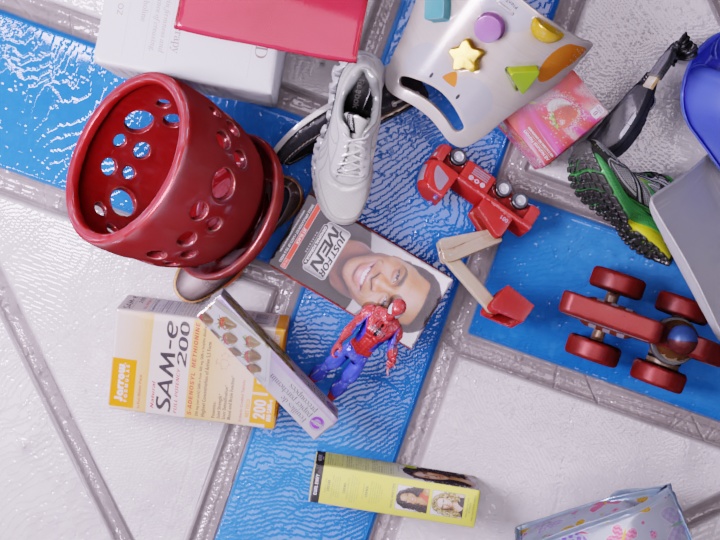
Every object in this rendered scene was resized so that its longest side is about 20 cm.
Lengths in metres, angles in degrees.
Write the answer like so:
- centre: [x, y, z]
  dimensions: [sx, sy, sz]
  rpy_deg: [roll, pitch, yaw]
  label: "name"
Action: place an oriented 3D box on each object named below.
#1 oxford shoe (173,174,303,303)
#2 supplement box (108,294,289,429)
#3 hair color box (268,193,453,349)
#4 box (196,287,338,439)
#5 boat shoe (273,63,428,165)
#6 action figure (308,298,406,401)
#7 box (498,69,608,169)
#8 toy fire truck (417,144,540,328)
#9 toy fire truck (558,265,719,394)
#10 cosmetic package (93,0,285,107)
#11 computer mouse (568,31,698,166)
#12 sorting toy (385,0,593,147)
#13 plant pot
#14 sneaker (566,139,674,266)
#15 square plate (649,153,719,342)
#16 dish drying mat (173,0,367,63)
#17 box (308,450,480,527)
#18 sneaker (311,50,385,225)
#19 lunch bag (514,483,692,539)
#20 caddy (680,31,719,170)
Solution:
- centre: [-0.152, -0.038, 1.518]
  dimensions: [0.071, 0.073, 0.200]
  rpy_deg: [43, 95, -3]
  label: "oxford shoe"
- centre: [-0.191, 0.108, 1.515]
  dimensions: [0.200, 0.074, 0.126]
  rpy_deg: [7, 102, -1]
  label: "supplement box"
- centre: [0.000, 0.000, 1.528]
  dimensions: [0.200, 0.061, 0.102]
  rpy_deg: [30, 92, -2]
  label: "hair color box"
- centre: [-0.105, 0.106, 1.457]
  dimensions: [0.039, 0.041, 0.200]
  rpy_deg: [-41, 99, 9]
  label: "box"
- centre: [-0.011, -0.177, 1.518]
  dimensions: [0.200, 0.074, 0.060]
  rpy_deg: [-34, 87, -7]
  label: "boat shoe"
- centre: [-0.015, 0.112, 1.478]
  dimensions: [0.065, 0.099, 0.200]
  rpy_deg: [38, 114, -6]
  label: "action figure"
- centre: [0.186, -0.225, 1.503]
  dimensions: [0.100, 0.095, 0.200]
  rpy_deg: [-40, 92, 2]
  label: "box"
- centre: [0.138, -0.041, 1.515]
  dimensions: [0.200, 0.049, 0.141]
  rpy_deg: [35, 75, -2]
  label: "toy fire truck"
- centre: [0.325, 0.070, 1.472]
  dimensions: [0.200, 0.168, 0.112]
  rpy_deg: [21, 92, 9]
  label: "toy fire truck"
- centre: [-0.181, -0.291, 1.463]
  dimensions: [0.200, 0.166, 0.168]
  rpy_deg: [10, 92, -2]
  label: "cosmetic package"
- centre: [0.324, -0.188, 1.482]
  dimensions: [0.046, 0.140, 0.200]
  rpy_deg: [42, 91, 2]
  label: "computer mouse"
- centre: [0.123, -0.239, 1.421]
  dimensions: [0.200, 0.107, 0.180]
  rpy_deg: [39, 112, 0]
  label: "sorting toy"
- centre: [-0.195, -0.096, 1.417]
  dimensions: [0.182, 0.200, 0.201]
  rpy_deg: [23, 93, -43]
  label: "plant pot"
- centre: [0.317, -0.093, 1.504]
  dimensions: [0.200, 0.078, 0.085]
  rpy_deg: [40, 80, -33]
  label: "sneaker"
- centre: [0.415, -0.024, 1.490]
  dimensions: [0.028, 0.200, 0.198]
  rpy_deg: [-26, 94, 42]
  label: "square plate"
- centre: [-0.096, -0.277, 1.374]
  dimensions: [0.200, 0.018, 0.077]
  rpy_deg: [11, 91, -2]
  label: "dish drying mat"
- centre: [0.040, 0.262, 1.533]
  dimensions: [0.200, 0.075, 0.050]
  rpy_deg: [9, 94, -2]
  label: "box"
- centre: [-0.012, -0.147, 1.449]
  dimensions: [0.075, 0.081, 0.200]
  rpy_deg: [4, 105, -9]
  label: "sneaker"
- centre: [0.302, 0.360, 1.514]
  dimensions: [0.200, 0.127, 0.170]
  rpy_deg: [-22, 90, 10]
  label: "lunch bag"
- centre: [0.461, -0.188, 1.494]
  dimensions: [0.141, 0.105, 0.200]
  rpy_deg: [-45, 114, -6]
  label: "caddy"
